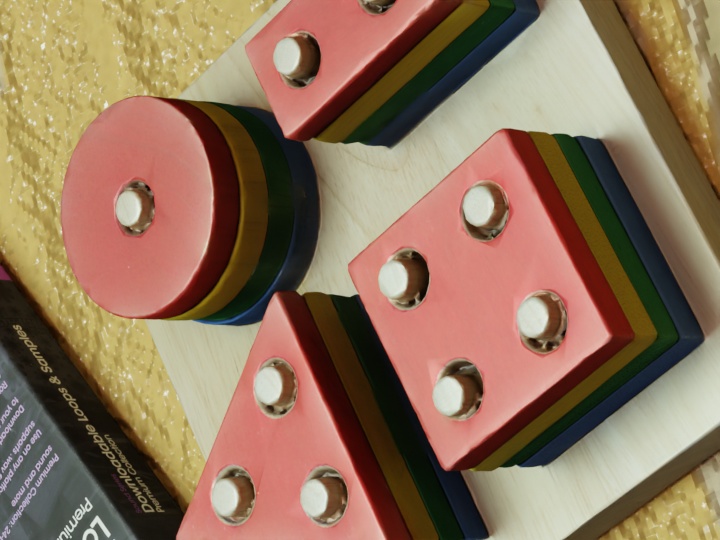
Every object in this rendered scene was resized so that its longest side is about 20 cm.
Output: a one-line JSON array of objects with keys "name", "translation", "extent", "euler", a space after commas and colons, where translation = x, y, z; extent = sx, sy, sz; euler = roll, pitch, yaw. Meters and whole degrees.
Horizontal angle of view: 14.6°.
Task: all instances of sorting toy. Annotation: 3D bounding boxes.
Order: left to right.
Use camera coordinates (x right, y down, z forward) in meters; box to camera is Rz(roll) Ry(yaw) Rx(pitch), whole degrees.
[{"name": "sorting toy", "translation": [0.000, 0.000, 0.838], "extent": [0.199, 0.070, 0.200], "euler": [-41, 63, 32]}]

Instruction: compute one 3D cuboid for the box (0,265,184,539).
[{"name": "box", "translation": [-0.130, 0.100, 0.969], "extent": [0.200, 0.036, 0.143], "euler": [49, 119, 30]}]
